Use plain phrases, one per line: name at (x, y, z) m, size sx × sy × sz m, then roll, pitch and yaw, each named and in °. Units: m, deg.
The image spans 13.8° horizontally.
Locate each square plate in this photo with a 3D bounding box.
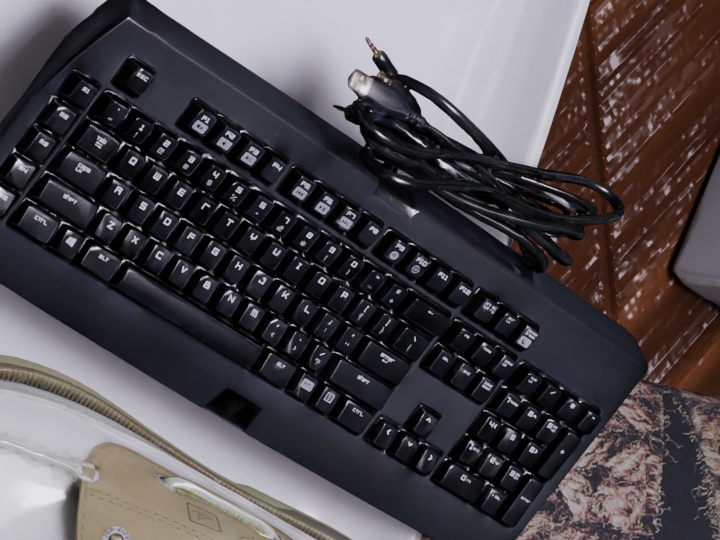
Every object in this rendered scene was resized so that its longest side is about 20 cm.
square plate at (-0.051, -0.012, 0.752) m, size 0.199 × 0.028 × 0.199 m, roll 9°, pitch 107°, yaw -31°

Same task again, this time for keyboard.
keyboard at (0.000, 0.000, 0.744) m, size 0.200 × 0.040 × 0.104 m, roll 32°, pitch 94°, yaw -36°

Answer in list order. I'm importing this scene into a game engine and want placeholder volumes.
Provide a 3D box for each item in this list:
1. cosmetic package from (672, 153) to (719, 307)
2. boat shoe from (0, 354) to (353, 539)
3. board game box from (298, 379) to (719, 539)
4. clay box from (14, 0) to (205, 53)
cosmetic package at (0.251, -0.036, 1.122) m, size 0.200 × 0.123 × 0.200 m, roll 35°, pitch 73°, yaw -41°
boat shoe at (-0.059, 0.076, 0.726) m, size 0.199 × 0.068 × 0.075 m, roll 20°, pitch 102°, yaw -32°
board game box at (0.017, 0.098, 0.867) m, size 0.097 × 0.199 × 0.161 m, roll 32°, pitch 70°, yaw -82°
clay box at (-0.076, -0.135, 0.744) m, size 0.115 × 0.047 × 0.200 m, roll -48°, pitch 126°, yaw -18°
